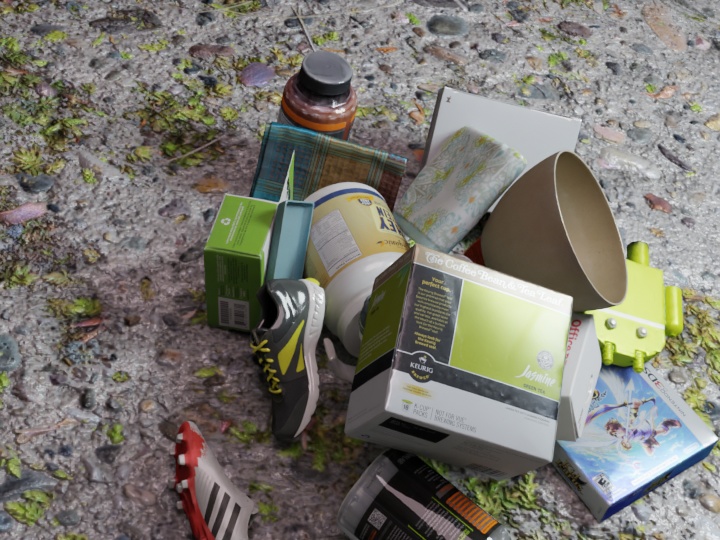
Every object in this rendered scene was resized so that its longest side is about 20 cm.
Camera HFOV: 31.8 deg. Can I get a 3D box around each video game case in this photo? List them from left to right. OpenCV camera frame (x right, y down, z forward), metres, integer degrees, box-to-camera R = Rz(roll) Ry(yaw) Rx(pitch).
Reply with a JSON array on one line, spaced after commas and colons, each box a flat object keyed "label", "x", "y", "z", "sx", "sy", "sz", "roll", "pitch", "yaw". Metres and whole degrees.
[{"label": "video game case", "x": 0.323, "y": 0.198, "z": 1.608, "sx": 0.199, "sy": 0.046, "sz": 0.181, "roll": -23, "pitch": 57, "yaw": -29}]

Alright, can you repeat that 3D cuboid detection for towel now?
[{"label": "towel", "x": -0.049, "y": -0.115, "z": 1.724, "sx": 0.199, "sy": 0.147, "sz": 0.022, "roll": 15, "pitch": 30, "yaw": -2}, {"label": "towel", "x": 0.121, "y": -0.105, "z": 1.646, "sx": 0.048, "sy": 0.171, "sz": 0.200, "roll": 38, "pitch": 5, "yaw": -20}]

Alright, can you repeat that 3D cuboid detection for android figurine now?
[{"label": "android figurine", "x": 0.342, "y": 0.042, "z": 1.665, "sx": 0.181, "sy": 0.041, "sz": 0.201, "roll": 18, "pitch": 55, "yaw": -14}]

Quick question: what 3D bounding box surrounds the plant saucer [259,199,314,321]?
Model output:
[{"label": "plant saucer", "x": -0.097, "y": 0.011, "z": 1.577, "sx": 0.019, "sy": 0.201, "sz": 0.070, "roll": 12, "pitch": 6, "yaw": 27}]

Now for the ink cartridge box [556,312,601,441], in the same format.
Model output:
[{"label": "ink cartridge box", "x": 0.185, "y": 0.123, "z": 1.565, "sx": 0.199, "sy": 0.085, "sz": 0.145, "roll": 3, "pitch": 44, "yaw": 23}]

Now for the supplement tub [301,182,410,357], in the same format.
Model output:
[{"label": "supplement tub", "x": 0.000, "y": 0.000, "z": 1.626, "sx": 0.143, "sy": 0.145, "sz": 0.201, "roll": -10, "pitch": 49, "yaw": -21}]

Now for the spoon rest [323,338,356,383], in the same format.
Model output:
[{"label": "spoon rest", "x": 0.056, "y": 0.099, "z": 1.543, "sx": 0.199, "sy": 0.061, "sz": 0.100, "roll": -8, "pitch": 39, "yaw": -7}]

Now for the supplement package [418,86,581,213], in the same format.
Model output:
[{"label": "supplement package", "x": 0.192, "y": -0.161, "z": 1.792, "sx": 0.199, "sy": 0.157, "sz": 0.111, "roll": 13, "pitch": 6, "yaw": -1}]

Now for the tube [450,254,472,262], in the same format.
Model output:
[{"label": "tube", "x": 0.130, "y": 0.010, "z": 1.654, "sx": 0.077, "sy": 0.200, "sz": 0.051, "roll": 28, "pitch": 91, "yaw": 7}]

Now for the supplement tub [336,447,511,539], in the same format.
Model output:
[{"label": "supplement tub", "x": 0.082, "y": 0.300, "z": 1.409, "sx": 0.200, "sy": 0.123, "sz": 0.122, "roll": 38, "pitch": 52, "yaw": 19}]

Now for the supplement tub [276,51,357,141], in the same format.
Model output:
[{"label": "supplement tub", "x": -0.063, "y": -0.203, "z": 1.753, "sx": 0.106, "sy": 0.201, "sz": 0.107, "roll": 9, "pitch": 44, "yaw": -9}]

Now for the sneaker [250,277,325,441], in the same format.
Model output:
[{"label": "sneaker", "x": -0.098, "y": 0.104, "z": 1.524, "sx": 0.084, "sy": 0.074, "sz": 0.202, "roll": 11, "pitch": 76, "yaw": -32}]

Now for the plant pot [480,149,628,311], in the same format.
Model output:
[{"label": "plant pot", "x": 0.230, "y": -0.032, "z": 1.571, "sx": 0.200, "sy": 0.134, "sz": 0.201, "roll": 38, "pitch": 41, "yaw": -43}]

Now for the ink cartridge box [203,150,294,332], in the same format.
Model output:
[{"label": "ink cartridge box", "x": -0.140, "y": -0.042, "z": 1.633, "sx": 0.075, "sy": 0.148, "sz": 0.201, "roll": 9, "pitch": 47, "yaw": 4}]

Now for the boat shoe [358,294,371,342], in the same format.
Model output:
[{"label": "boat shoe", "x": 0.095, "y": 0.044, "z": 1.511, "sx": 0.199, "sy": 0.062, "sz": 0.073, "roll": -10, "pitch": 37, "yaw": -9}]

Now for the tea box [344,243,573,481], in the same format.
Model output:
[{"label": "tea box", "x": 0.109, "y": 0.104, "z": 1.398, "sx": 0.199, "sy": 0.134, "sz": 0.198, "roll": 19, "pitch": 67, "yaw": -14}]

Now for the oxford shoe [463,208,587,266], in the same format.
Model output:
[{"label": "oxford shoe", "x": 0.232, "y": -0.034, "z": 1.725, "sx": 0.072, "sy": 0.199, "sz": 0.072, "roll": -4, "pitch": 74, "yaw": -59}]

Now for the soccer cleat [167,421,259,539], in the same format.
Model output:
[{"label": "soccer cleat", "x": -0.161, "y": 0.261, "z": 1.428, "sx": 0.085, "sy": 0.069, "sz": 0.201, "roll": -3, "pitch": 53, "yaw": -27}]
